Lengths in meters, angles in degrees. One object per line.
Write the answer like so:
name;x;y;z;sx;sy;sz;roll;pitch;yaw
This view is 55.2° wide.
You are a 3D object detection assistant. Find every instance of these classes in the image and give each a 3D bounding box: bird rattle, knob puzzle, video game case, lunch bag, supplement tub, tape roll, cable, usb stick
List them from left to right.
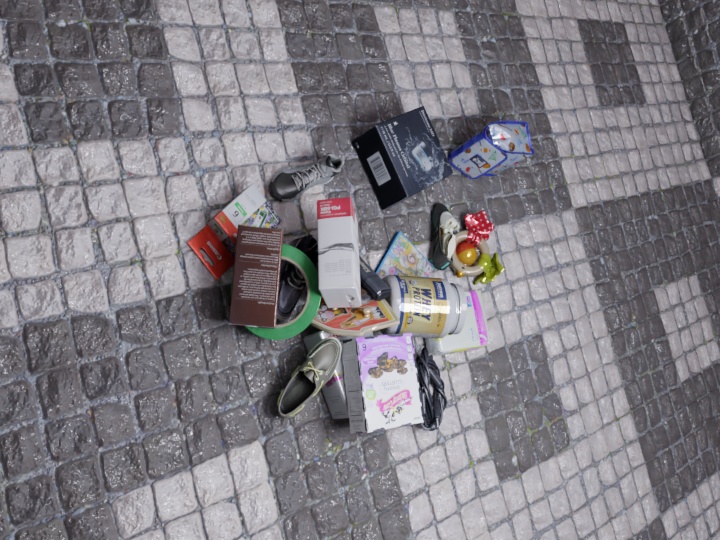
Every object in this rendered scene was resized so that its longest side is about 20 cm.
tape roll;-0.182;0.046;1.493;0.194;0.048;0.208;0;86;-6
knob puzzle;-0.032;0.084;1.575;0.217;0.217;0.031;-28;130;-36
usb stick;0.000;0.000;1.629;0.054;0.033;0.200;-17;47;-32
video game case;0.103;0.020;1.781;0.143;0.018;0.202;44;57;-20
supplement tub;0.146;0.089;1.671;0.194;0.144;0.149;3;75;-16
cable;0.178;0.293;1.712;0.162;0.049;0.207;14;69;-61
bird rattle;0.313;-0.059;1.908;0.159;0.112;0.206;-13;83;-20
lunch bag;0.371;-0.346;1.977;0.196;0.169;0.128;-3;74;-37

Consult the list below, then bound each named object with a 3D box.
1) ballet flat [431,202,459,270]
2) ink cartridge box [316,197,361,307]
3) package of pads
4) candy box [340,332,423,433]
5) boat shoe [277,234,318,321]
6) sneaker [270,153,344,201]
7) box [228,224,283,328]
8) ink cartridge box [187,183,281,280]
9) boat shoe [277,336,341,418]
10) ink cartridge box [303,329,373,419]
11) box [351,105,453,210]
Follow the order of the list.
ballet flat;0.235;-0.097;1.865;0.067;0.068;0.206;21;62;-34
ink cartridge box;-0.047;-0.035;1.515;0.080;0.147;0.206;-4;70;4
package of pads;0.250;0.139;1.826;0.195;0.068;0.160;-2;78;-35
candy box;0.049;0.251;1.543;0.164;0.071;0.207;-1;79;-37
boat shoe;-0.145;0.010;1.556;0.073;0.092;0.205;25;64;-27
sneaker;-0.117;-0.233;1.625;0.198;0.114;0.077;-31;96;-37
box;-0.214;0.014;1.432;0.097;0.075;0.207;6;84;-6
ink cartridge box;-0.274;-0.087;1.514;0.110;0.050;0.201;51;54;-14
boat shoe;-0.110;0.233;1.489;0.072;0.060;0.203;37;88;2
ink cartridge box;-0.027;0.217;1.594;0.142;0.084;0.205;-21;92;-38
box;0.112;-0.297;1.809;0.198;0.116;0.201;-29;95;-38
